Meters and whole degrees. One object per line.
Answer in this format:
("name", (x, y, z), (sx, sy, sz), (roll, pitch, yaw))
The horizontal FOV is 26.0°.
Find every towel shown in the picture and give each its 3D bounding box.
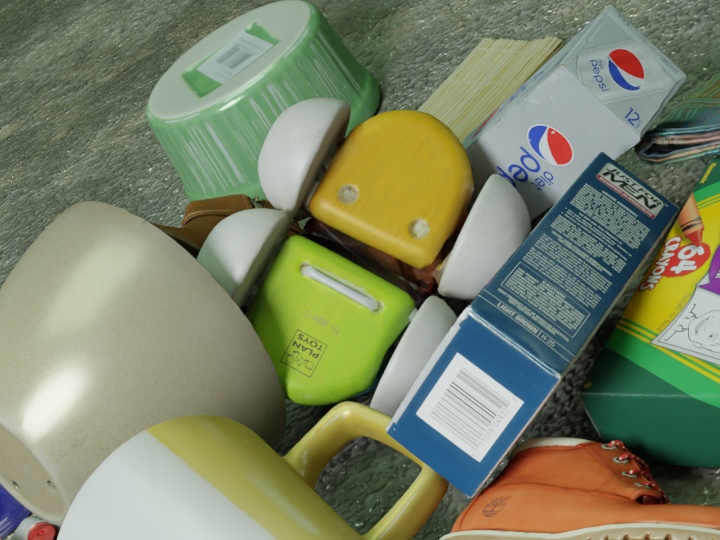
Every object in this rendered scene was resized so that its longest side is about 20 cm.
("towel", (0.268, -0.117, 0.973), (0.146, 0.022, 0.200), (-9, 19, 36))

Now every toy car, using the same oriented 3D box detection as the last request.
("toy car", (0.000, 0.000, 1.004), (0.200, 0.175, 0.150), (-61, -6, -14))

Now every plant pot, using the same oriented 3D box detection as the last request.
("plant pot", (-0.163, 0.077, 0.959), (0.200, 0.201, 0.134), (3, 38, 49))

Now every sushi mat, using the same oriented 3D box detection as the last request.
("sushi mat", (0.076, -0.126, 1.257), (0.096, 0.012, 0.200), (6, 47, 52))

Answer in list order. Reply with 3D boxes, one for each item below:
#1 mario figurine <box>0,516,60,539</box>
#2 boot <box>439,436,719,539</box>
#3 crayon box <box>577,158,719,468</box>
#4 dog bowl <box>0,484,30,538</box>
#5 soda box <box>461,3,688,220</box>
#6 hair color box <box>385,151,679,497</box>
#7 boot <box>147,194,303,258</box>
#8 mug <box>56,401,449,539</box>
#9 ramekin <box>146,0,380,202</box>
("mario figurine", (-0.192, 0.210, 0.968), (0.199, 0.106, 0.123), (-6, 0, 24))
("boot", (0.129, 0.120, 0.753), (0.200, 0.075, 0.107), (-5, 34, 44))
("crayon box", (0.233, 0.015, 0.813), (0.172, 0.058, 0.200), (-4, 39, 41))
("dog bowl", (-0.314, 0.138, 1.178), (0.200, 0.079, 0.200), (-25, 28, 15))
("soda box", (0.121, -0.087, 1.005), (0.063, 0.068, 0.200), (-50, 4, -29))
("hair color box", (0.097, 0.024, 0.849), (0.200, 0.060, 0.100), (-44, -12, -51))
("boot", (-0.114, -0.020, 1.117), (0.155, 0.199, 0.077), (-112, 37, -58))
("mug", (-0.051, 0.153, 0.804), (0.153, 0.149, 0.187), (24, 91, 49))
("ramekin", (-0.092, -0.150, 1.377), (0.200, 0.098, 0.200), (-26, 29, 15))
